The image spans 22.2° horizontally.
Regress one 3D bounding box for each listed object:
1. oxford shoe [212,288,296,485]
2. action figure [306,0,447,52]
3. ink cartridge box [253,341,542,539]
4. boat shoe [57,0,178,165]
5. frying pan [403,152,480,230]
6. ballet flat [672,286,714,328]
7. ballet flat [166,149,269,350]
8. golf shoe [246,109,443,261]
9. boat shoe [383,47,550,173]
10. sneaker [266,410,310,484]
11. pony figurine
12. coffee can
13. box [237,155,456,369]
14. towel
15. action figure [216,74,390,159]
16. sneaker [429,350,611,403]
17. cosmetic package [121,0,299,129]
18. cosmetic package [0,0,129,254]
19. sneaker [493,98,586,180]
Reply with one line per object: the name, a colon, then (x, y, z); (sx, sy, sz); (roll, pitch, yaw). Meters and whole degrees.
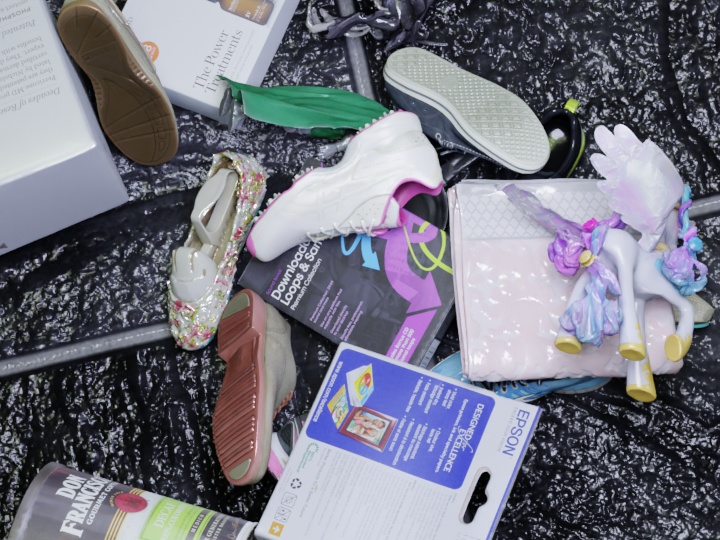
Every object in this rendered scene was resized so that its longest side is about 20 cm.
oxford shoe: (-0.087, 0.111, 1.680); (0.071, 0.074, 0.201); (-31, 43, 38)
action figure: (0.003, -0.285, 1.804); (0.201, 0.102, 0.119); (56, 49, -21)
ink cartridge box: (0.035, 0.182, 1.616); (0.198, 0.047, 0.199); (18, 65, 16)
boat shoe: (-0.228, -0.190, 1.763); (0.072, 0.201, 0.065); (-17, 39, 14)
frying pan: (0.049, -0.086, 1.774); (0.114, 0.031, 0.191); (33, 80, 14)
ballet flat: (0.231, 0.017, 1.705); (0.198, 0.067, 0.063); (2, 104, 2)
ballet flat: (-0.148, -0.026, 1.753); (0.075, 0.064, 0.202); (6, 70, 31)
golf shoe: (-0.013, -0.060, 1.687); (0.199, 0.075, 0.092); (-37, 77, 8)
boat shoe: (0.100, -0.141, 1.733); (0.074, 0.063, 0.199); (-33, 52, -32)
sneaker: (-0.009, 0.206, 1.669); (0.086, 0.080, 0.200); (-39, 75, -9)
pony figurine: (0.223, -0.015, 1.588); (0.192, 0.166, 0.202); (31, 58, -33)
coffee can: (-0.202, 0.268, 1.630); (0.198, 0.146, 0.148); (15, 75, 8)
box: (0.000, 0.000, 1.729); (0.199, 0.036, 0.144); (29, 91, 19)
towel: (0.182, 0.006, 1.657); (0.198, 0.032, 0.193); (-1, 68, -8)
action figure: (-0.033, -0.144, 1.760); (0.198, 0.118, 0.055); (7, 115, -20)
sneaker: (0.143, 0.087, 1.687); (0.198, 0.090, 0.079); (-20, 73, -2)
cosmetic package: (-0.150, -0.261, 1.834); (0.150, 0.052, 0.201); (21, 76, 12)
cosmetic package: (-0.341, -0.147, 1.753); (0.165, 0.168, 0.201); (-22, 74, -3)
sneaker: (0.150, -0.076, 1.739); (0.071, 0.083, 0.201); (26, 77, 12)
